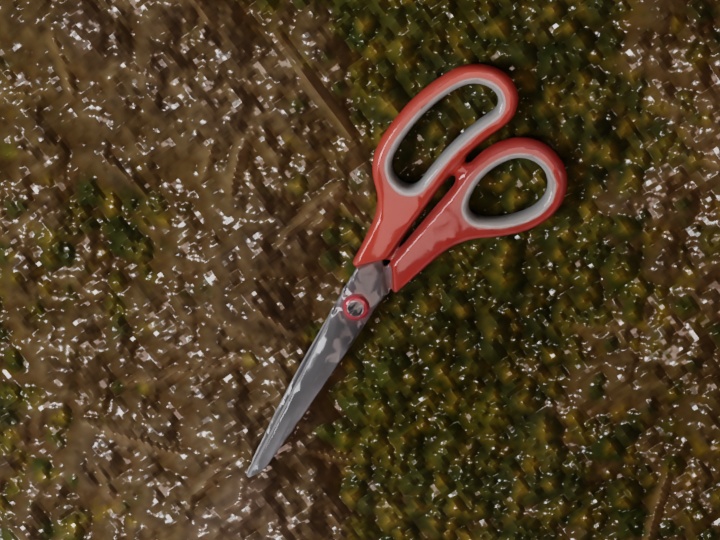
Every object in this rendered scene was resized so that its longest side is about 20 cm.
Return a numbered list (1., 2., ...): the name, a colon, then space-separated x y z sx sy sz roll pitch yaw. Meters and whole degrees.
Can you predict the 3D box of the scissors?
1. scissors: 0.000 0.000 0.855 0.073 0.014 0.200 43 108 -13
